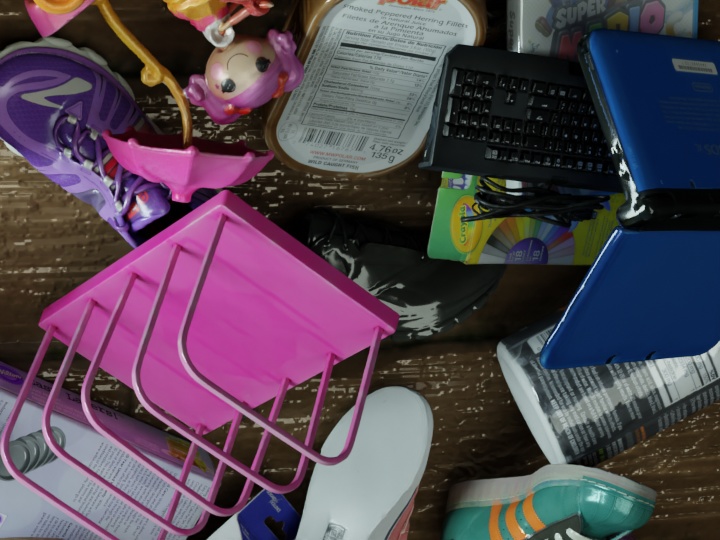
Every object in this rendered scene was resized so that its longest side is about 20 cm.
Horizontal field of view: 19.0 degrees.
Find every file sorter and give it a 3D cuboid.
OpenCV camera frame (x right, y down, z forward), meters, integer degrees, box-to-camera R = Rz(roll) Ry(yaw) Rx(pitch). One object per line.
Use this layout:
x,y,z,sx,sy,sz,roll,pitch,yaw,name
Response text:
-0.102,0.073,1.297,0.139,0.126,0.200,36,138,-24,file sorter

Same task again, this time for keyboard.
0.128,-0.073,1.302,0.199,0.040,0.105,4,103,-35,keyboard

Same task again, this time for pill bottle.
0.201,0.051,1.461,0.199,0.106,0.107,-27,120,-4,pill bottle

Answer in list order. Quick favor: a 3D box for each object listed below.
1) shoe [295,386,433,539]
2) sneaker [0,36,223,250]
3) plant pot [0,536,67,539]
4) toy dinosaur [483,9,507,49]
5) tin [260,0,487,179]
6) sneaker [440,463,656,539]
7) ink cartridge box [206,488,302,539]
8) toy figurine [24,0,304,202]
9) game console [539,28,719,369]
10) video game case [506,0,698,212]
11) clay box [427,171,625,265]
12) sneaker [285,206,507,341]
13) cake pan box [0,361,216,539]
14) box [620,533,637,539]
0.002,0.179,1.487,0.201,0.071,0.091,-67,157,-5,shoe
-0.147,-0.066,1.305,0.200,0.084,0.081,37,100,-28,sneaker
-0.210,0.244,1.339,0.134,0.199,0.201,-40,128,-38,plant pot
0.014,-0.181,1.300,0.199,0.102,0.136,4,134,-44,toy dinosaur
0.007,-0.124,1.297,0.111,0.042,0.200,4,145,-19,tin
0.123,0.181,1.444,0.071,0.200,0.080,23,68,-27,sneaker
-0.110,0.238,1.458,0.200,0.037,0.095,-43,143,-8,ink cartridge box
-0.101,-0.137,1.234,0.199,0.150,0.185,-32,113,-4,toy figurine
0.180,-0.043,1.324,0.118,0.172,0.199,-28,164,37,game console
0.151,-0.145,1.330,0.142,0.018,0.202,-12,111,-30,video game case
0.123,-0.064,1.380,0.199,0.048,0.116,1,107,-33,clay box
0.000,0.000,1.392,0.199,0.076,0.091,-15,115,-12,sneaker
-0.218,0.176,1.420,0.183,0.052,0.201,25,105,-24,cake pan box
0.194,0.267,1.524,0.097,0.176,0.200,-40,120,5,box
